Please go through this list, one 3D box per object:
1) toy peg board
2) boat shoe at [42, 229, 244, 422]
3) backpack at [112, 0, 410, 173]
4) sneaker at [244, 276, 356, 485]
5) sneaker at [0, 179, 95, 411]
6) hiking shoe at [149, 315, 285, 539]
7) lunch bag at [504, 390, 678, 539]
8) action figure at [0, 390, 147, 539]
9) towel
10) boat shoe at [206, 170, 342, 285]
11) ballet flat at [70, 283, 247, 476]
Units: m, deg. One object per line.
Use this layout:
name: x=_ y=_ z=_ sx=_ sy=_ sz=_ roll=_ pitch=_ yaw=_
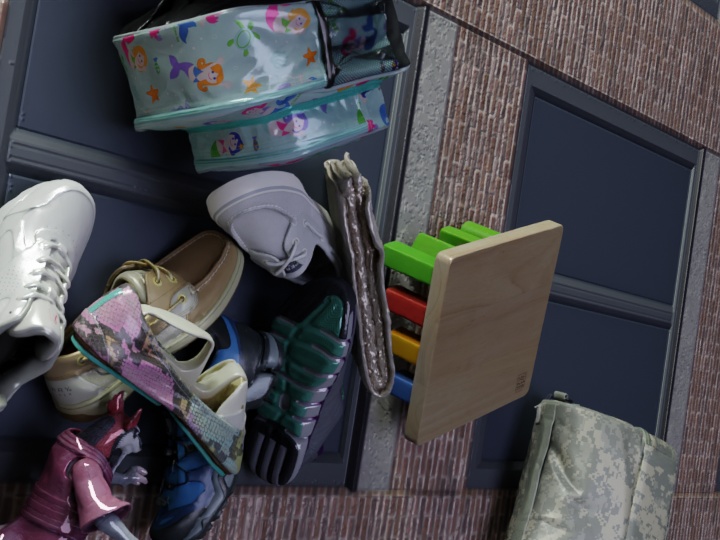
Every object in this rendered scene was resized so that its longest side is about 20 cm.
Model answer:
toy peg board: x=0.098 y=0.046 z=1.285 sx=0.200 sy=0.098 sz=0.200 roll=-16 pitch=122 yaw=-47
boat shoe: x=-0.166 y=0.028 z=0.966 sx=0.200 sy=0.074 sz=0.066 roll=-50 pitch=135 yaw=-33
backpack: x=-0.083 y=-0.154 z=0.965 sx=0.200 sy=0.177 sz=0.151 roll=-16 pitch=101 yaw=-44
sneaker: x=-0.042 y=0.090 z=1.109 sx=0.087 sy=0.074 sz=0.200 roll=-15 pitch=131 yaw=-59
sneaker: x=-0.229 y=0.025 z=0.870 sx=0.078 sy=0.099 sz=0.200 roll=46 pitch=61 yaw=-42
hiking shoe: x=-0.139 y=0.128 z=1.026 sx=0.087 sy=0.074 sz=0.200 roll=32 pitch=65 yaw=-28
lunch bag: x=0.256 y=0.259 z=1.446 sx=0.168 sy=0.139 sz=0.200 roll=29 pitch=69 yaw=-30
action figure: x=-0.223 y=0.175 z=0.902 sx=0.149 sy=0.134 sz=0.200 roll=26 pitch=84 yaw=-21
towel: x=0.000 y=0.000 z=1.129 sx=0.034 sy=0.133 sz=0.200 roll=-9 pitch=107 yaw=-5
boat shoe: x=-0.065 y=-0.026 z=1.041 sx=0.069 sy=0.072 sz=0.200 roll=66 pitch=6 yaw=18
ballet flat: x=-0.129 y=0.081 z=0.923 sx=0.071 sy=0.069 sz=0.200 roll=-42 pitch=129 yaw=-4
